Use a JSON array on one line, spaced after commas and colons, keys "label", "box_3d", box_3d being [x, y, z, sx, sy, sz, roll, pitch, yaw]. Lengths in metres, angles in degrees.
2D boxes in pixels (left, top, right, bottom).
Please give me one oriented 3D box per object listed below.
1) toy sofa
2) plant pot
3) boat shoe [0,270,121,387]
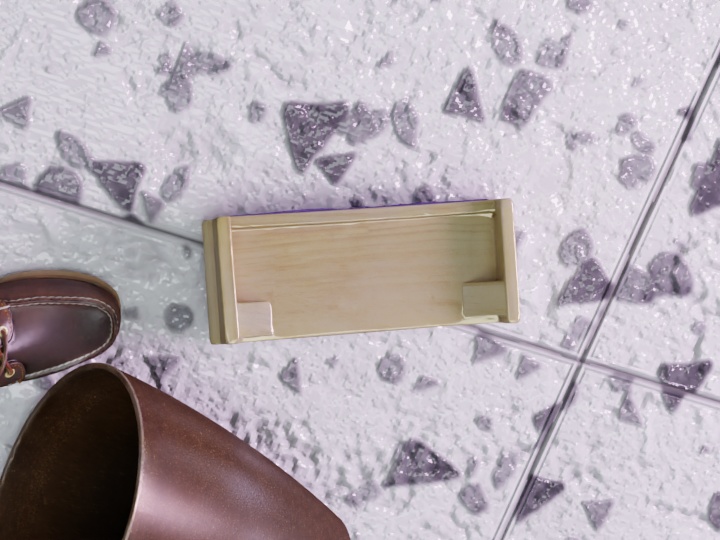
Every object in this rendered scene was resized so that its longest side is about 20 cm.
[{"label": "toy sofa", "box_3d": [0.000, 0.000, 1.707, 0.199, 0.098, 0.083, -4, 90, -7]}, {"label": "plant pot", "box_3d": [-0.110, 0.176, 1.722, 0.199, 0.187, 0.187, 20, 111, -32]}, {"label": "boat shoe", "box_3d": [-0.249, 0.049, 1.688, 0.199, 0.070, 0.071, -10, 114, -6]}]
